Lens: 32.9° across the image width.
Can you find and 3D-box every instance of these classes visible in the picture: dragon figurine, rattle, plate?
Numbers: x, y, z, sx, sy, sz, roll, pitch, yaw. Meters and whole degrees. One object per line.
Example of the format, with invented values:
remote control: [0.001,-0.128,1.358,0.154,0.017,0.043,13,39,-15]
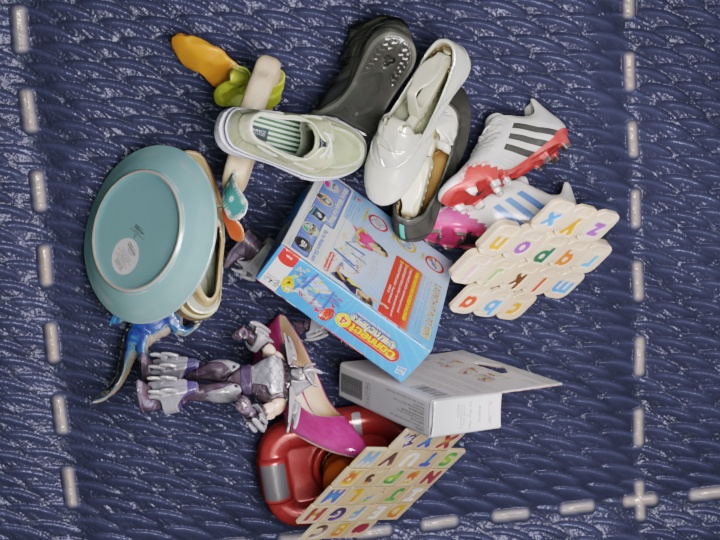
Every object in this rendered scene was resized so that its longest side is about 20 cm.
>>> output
dragon figurine: [-0.253,0.056,1.400,0.200,0.059,0.100,-42,98,-5]
rattle: [-0.166,-0.150,1.347,0.142,0.130,0.201,21,85,-18]
plate: [-0.241,-0.042,1.344,0.199,0.026,0.202,-6,78,32]

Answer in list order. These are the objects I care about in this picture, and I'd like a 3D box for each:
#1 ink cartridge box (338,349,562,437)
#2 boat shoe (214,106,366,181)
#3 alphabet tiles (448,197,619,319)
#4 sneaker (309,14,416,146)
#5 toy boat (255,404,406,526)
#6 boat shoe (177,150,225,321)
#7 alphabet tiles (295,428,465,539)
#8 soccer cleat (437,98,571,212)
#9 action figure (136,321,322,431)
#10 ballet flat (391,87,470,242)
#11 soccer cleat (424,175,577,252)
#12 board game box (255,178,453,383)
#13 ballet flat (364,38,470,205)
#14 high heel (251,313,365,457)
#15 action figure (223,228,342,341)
ink cartridge box: [0.096,0.133,1.361,0.172,0.200,0.044,-2,99,-30]
boat shoe: [-0.062,-0.133,1.299,0.199,0.062,0.073,3,96,-42]
alphabet tiles: [0.197,-0.012,1.400,0.199,0.015,0.196,8,135,-41]
sneaker: [-0.003,-0.210,1.401,0.076,0.115,0.200,27,120,-14]
toy boat: [-0.020,0.232,1.414,0.198,0.131,0.132,-10,98,-6]
boat shoe: [-0.177,-0.049,1.357,0.071,0.076,0.202,-2,71,-25]
alphabet tiles: [0.024,0.240,1.357,0.166,0.006,0.200,9,130,-46]
soccer cleat: [0.155,-0.134,1.401,0.199,0.069,0.085,-29,75,-27]
action figure: [-0.141,0.121,1.332,0.198,0.131,0.070,-3,134,-3]
ballet flat: [0.081,-0.131,1.389,0.067,0.068,0.201,10,77,18]
soccer cleat: [0.160,-0.069,1.443,0.198,0.070,0.087,2,70,-2]
board game box: [0.000,0.000,1.354,0.195,0.200,0.056,36,120,-8]
ballet flat: [0.054,-0.169,1.336,0.069,0.069,0.201,31,83,-9]
high heel: [-0.053,0.132,1.385,0.067,0.200,0.096,13,105,-45]
action figure: [-0.056,0.023,1.392,0.199,0.130,0.070,31,109,2]
